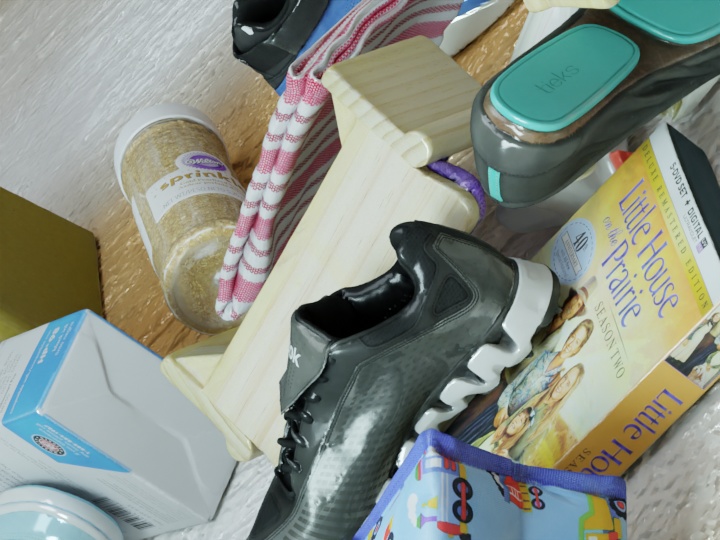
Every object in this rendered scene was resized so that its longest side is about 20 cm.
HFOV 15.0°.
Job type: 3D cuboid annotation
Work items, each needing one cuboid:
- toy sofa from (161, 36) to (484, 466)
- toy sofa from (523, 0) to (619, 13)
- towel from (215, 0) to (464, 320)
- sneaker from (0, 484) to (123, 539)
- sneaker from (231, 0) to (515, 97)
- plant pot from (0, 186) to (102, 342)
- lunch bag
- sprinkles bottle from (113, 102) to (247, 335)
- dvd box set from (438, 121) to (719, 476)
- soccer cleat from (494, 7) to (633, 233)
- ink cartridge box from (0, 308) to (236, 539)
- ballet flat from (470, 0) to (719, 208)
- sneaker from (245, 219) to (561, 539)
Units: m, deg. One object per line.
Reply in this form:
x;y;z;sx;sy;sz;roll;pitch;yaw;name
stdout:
0.000;0.000;1.267;0.083;0.098;0.200;-23;-31;-53;toy sofa
0.141;-0.198;1.215;0.199;0.083;0.097;-33;20;-19;toy sofa
-0.006;-0.070;1.355;0.146;0.030;0.200;-45;-15;-37;towel
-0.198;0.199;1.449;0.200;0.079;0.131;-40;24;52;sneaker
0.012;-0.166;1.478;0.200;0.111;0.077;-41;27;28;sneaker
-0.297;0.037;1.689;0.196;0.200;0.195;-48;25;17;plant pot
0.017;0.176;1.062;0.200;0.094;0.151;-44;36;51;lunch bag
-0.095;-0.032;1.561;0.068;0.068;0.200;-51;25;10;sprinkles bottle
0.085;0.045;1.168;0.200;0.029;0.147;-47;25;21;dvd box set
0.101;-0.108;1.295;0.077;0.069;0.201;-31;36;48;soccer cleat
-0.163;0.093;1.468;0.200;0.116;0.067;-19;42;53;ink cartridge box
0.116;-0.090;1.203;0.200;0.068;0.069;-33;-32;-32;ballet flat
-0.007;0.057;1.177;0.200;0.090;0.067;-51;23;13;sneaker
